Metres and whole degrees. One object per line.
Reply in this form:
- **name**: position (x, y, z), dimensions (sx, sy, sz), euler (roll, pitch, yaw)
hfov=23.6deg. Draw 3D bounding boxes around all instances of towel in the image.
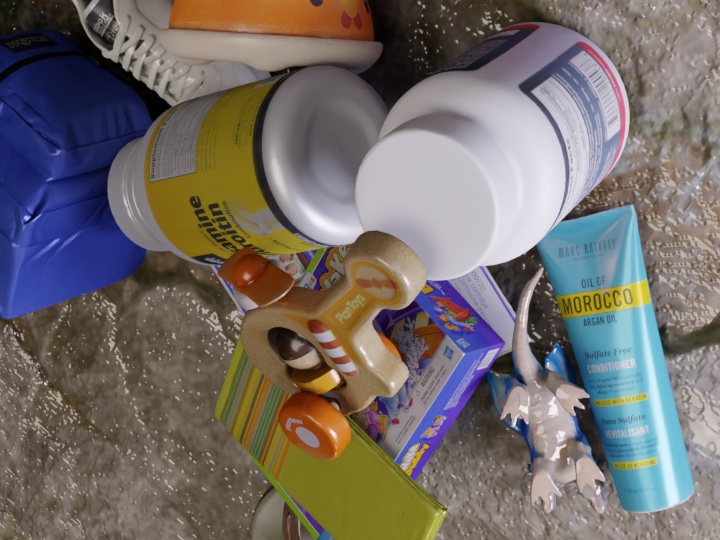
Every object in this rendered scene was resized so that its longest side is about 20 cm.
- **towel**: position (-0.024, 0.126, 1.155), dimensions (0.200, 0.018, 0.086), euler (42, 129, 29)

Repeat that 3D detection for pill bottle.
- **pill bottle**: position (-0.076, -0.062, 1.122), dimensions (0.199, 0.112, 0.113), euler (-8, 107, 48)
- **pill bottle**: position (0.078, -0.071, 1.045), dimensions (0.119, 0.200, 0.120), euler (11, 115, 24)

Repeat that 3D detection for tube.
- **tube**: position (0.173, 0.059, 1.146), dimensions (0.077, 0.050, 0.201), euler (-12, 99, 29)

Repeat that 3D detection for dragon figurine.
- **dragon figurine**: position (0.120, 0.089, 1.146), dimensions (0.059, 0.099, 0.201), euler (-20, 106, 2)

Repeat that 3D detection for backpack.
- **backpack**: position (-0.250, -0.091, 1.241), dimensions (0.200, 0.162, 0.169), euler (37, 118, 24)

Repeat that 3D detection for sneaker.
- **sneaker**: position (-0.140, -0.155, 1.199), dimensions (0.200, 0.080, 0.076), euler (46, 122, 2)

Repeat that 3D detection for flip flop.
- **flip flop**: position (-0.024, 0.182, 1.271), dimensions (0.081, 0.058, 0.200), euler (29, 133, -14)

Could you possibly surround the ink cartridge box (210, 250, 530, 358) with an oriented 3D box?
- **ink cartridge box**: position (0.000, 0.000, 1.210), dimensions (0.199, 0.043, 0.199), euler (-29, 96, 35)

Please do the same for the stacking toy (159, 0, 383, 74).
- **stacking toy**: position (-0.053, -0.229, 1.108), dimensions (0.145, 0.146, 0.201), euler (7, 99, 25)

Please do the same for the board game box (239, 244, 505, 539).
- **board game box**: position (-0.003, 0.077, 1.167), dimensions (0.135, 0.045, 0.201), euler (48, 126, 26)

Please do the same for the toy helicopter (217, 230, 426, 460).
- **toy helicopter**: position (-0.021, 0.022, 1.025), dimensions (0.132, 0.079, 0.200), euler (41, 148, -1)
